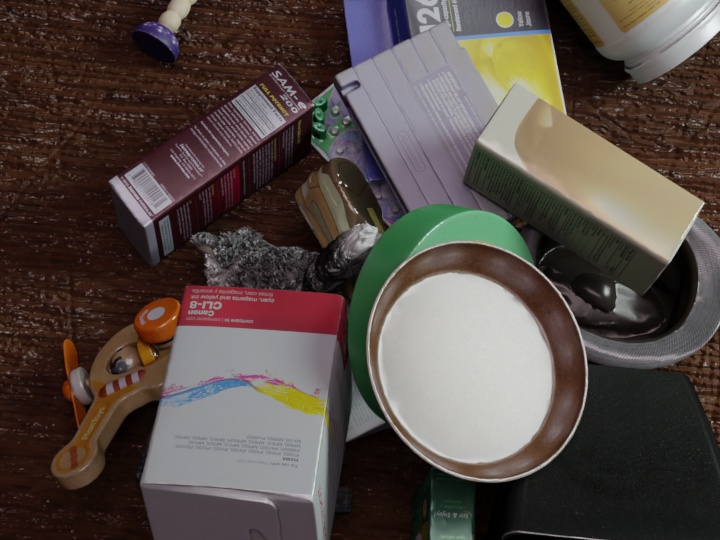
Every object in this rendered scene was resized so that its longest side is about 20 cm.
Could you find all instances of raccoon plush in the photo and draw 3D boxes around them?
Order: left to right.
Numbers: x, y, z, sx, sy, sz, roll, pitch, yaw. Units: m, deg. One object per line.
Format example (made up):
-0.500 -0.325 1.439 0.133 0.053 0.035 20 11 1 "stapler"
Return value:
-0.063 -0.018 1.454 0.200 0.096 0.135 -38 63 24 "raccoon plush"

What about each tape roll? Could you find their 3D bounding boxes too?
0.076 0.044 1.406 0.048 0.201 0.201 12 63 46 "tape roll"

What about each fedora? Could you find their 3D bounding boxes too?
0.239 0.016 1.516 0.198 0.090 0.178 11 70 1 "fedora"

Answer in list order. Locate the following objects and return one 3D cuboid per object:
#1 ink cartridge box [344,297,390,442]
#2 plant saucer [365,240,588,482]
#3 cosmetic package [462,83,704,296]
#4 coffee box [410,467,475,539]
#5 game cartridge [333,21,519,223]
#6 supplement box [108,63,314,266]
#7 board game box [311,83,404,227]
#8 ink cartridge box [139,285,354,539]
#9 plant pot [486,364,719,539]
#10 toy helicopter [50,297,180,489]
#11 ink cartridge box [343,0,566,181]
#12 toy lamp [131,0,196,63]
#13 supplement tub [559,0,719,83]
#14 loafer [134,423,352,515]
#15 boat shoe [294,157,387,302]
-0.026 0.084 1.511 0.199 0.047 0.161 -27 74 5 "ink cartridge box"
0.091 0.076 1.316 0.198 0.034 0.202 7 71 -21 "plant saucer"
0.196 -0.071 1.438 0.199 0.105 0.071 33 74 5 "cosmetic package"
0.070 0.282 1.398 0.044 0.123 0.202 4 69 -5 "coffee box"
0.076 -0.122 1.516 0.129 0.038 0.201 -26 80 -14 "game cartridge"
-0.138 -0.099 1.523 0.199 0.109 0.061 -36 76 -15 "supplement box"
0.069 -0.143 1.595 0.200 0.026 0.200 -40 78 -15 "board game box"
-0.089 0.138 1.346 0.143 0.146 0.201 4 51 6 "ink cartridge box"
0.212 0.192 1.410 0.197 0.201 0.179 5 58 -1 "plant pot"
-0.228 0.115 1.440 0.131 0.079 0.201 -5 39 27 "toy helicopter"
0.094 -0.194 1.578 0.198 0.047 0.200 -6 73 -8 "ink cartridge box"
-0.156 -0.302 1.621 0.058 0.058 0.201 27 73 6 "toy lamp"
0.259 -0.299 1.576 0.145 0.145 0.200 -42 101 -16 "supplement tub"
-0.100 0.176 1.445 0.198 0.073 0.073 12 78 1 "loafer"
0.000 0.000 1.475 0.076 0.071 0.201 -33 72 30 "boat shoe"
